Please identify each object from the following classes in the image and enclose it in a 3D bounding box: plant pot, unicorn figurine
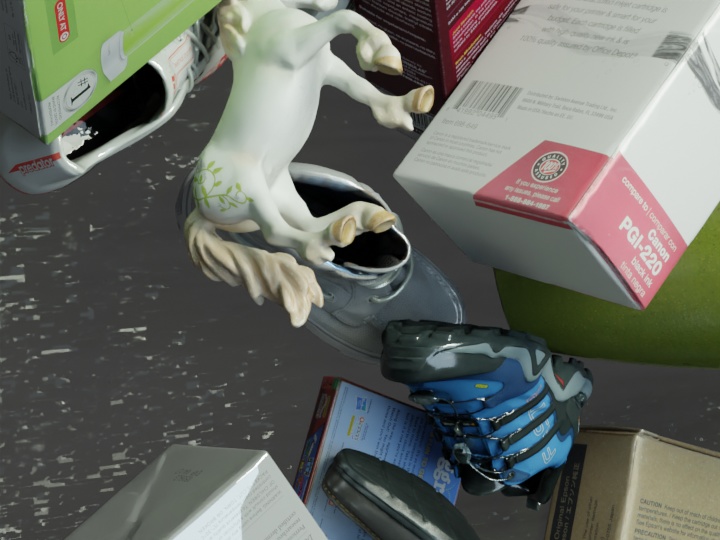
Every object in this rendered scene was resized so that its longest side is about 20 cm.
[{"bbox_3d":[0.178,-0.020,1.273,0.187,0.199,0.189,-12,90,-76],"label":"plant pot"},{"bbox_3d":[-0.032,-0.083,1.108,0.201,0.137,0.074,-61,145,-16],"label":"unicorn figurine"}]

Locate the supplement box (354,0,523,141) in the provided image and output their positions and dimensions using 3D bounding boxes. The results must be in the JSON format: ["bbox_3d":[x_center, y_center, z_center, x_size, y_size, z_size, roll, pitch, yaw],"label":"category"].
[{"bbox_3d":[0.049,-0.164,1.203,0.109,0.061,0.200,-51,156,-24],"label":"supplement box"}]

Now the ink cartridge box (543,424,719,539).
[{"bbox_3d":[0.202,0.194,1.375,0.199,0.075,0.166,17,80,-34],"label":"ink cartridge box"}]

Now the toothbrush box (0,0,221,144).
[{"bbox_3d":[-0.114,-0.181,1.065,0.200,0.086,0.146,-42,153,-27],"label":"toothbrush box"}]

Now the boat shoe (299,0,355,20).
[{"bbox_3d":[0.014,-0.205,1.236,0.064,0.070,0.201,31,75,-34],"label":"boat shoe"}]

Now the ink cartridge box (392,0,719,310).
[{"bbox_3d":[0.135,-0.092,1.184,0.085,0.145,0.201,45,73,-36],"label":"ink cartridge box"}]

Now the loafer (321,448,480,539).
[{"bbox_3d":[0.046,0.178,1.247,0.072,0.073,0.200,-44,106,10],"label":"loafer"}]

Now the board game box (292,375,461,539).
[{"bbox_3d":[-0.004,0.170,1.264,0.103,0.019,0.201,22,78,-32],"label":"board game box"}]

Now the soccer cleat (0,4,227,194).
[{"bbox_3d":[-0.105,-0.109,1.146,0.200,0.085,0.069,-44,114,-26],"label":"soccer cleat"}]

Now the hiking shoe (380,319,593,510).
[{"bbox_3d":[0.072,0.079,1.239,0.200,0.074,0.087,22,75,-56],"label":"hiking shoe"}]

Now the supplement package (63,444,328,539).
[{"bbox_3d":[-0.059,0.204,1.147,0.120,0.121,0.201,-41,106,-24],"label":"supplement package"}]

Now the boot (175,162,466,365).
[{"bbox_3d":[0.000,0.000,1.215,0.199,0.095,0.074,26,77,-33],"label":"boot"}]
